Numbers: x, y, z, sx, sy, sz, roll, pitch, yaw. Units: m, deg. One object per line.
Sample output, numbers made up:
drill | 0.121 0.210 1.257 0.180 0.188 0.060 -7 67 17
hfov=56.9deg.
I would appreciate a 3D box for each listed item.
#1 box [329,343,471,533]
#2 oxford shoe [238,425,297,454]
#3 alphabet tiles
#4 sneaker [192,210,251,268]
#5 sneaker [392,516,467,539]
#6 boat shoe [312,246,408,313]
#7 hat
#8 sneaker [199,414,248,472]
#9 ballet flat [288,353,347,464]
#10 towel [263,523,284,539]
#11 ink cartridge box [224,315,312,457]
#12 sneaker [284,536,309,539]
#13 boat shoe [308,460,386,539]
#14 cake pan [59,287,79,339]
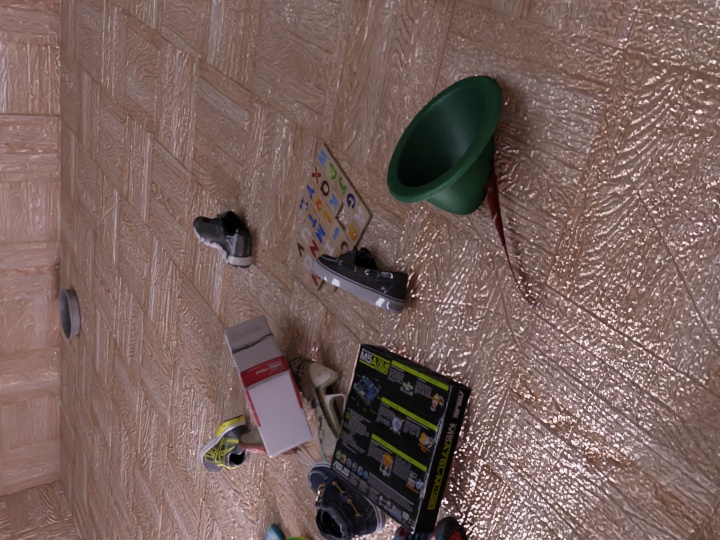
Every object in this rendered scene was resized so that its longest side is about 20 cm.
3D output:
box | 0.048 0.223 0.918 0.198 0.047 0.198 16 89 52
oxford shoe | -0.175 0.315 1.282 0.198 0.070 0.076 -19 60 50
alphabet tiles | -0.059 -0.073 1.089 0.169 0.007 0.202 57 137 31
sneaker | -0.276 -0.084 1.344 0.199 0.065 0.093 34 120 42
sneaker | 0.076 0.394 0.922 0.096 0.078 0.203 53 135 37
boat shoe | 0.000 0.000 0.975 0.199 0.069 0.068 27 100 52
hat | 0.142 -0.096 0.799 0.164 0.175 0.203 5 62 55
sneaker | -0.291 0.396 1.435 0.086 0.073 0.202 59 138 28
ballet flat | -0.054 0.214 1.091 0.075 0.067 0.204 -36 65 28
towel | -0.151 0.629 1.325 0.201 0.021 0.149 54 136 34
ink cartridge box | -0.161 0.191 1.139 0.200 0.081 0.150 -132 25 -59
sneaker | -0.099 0.551 1.186 0.198 0.082 0.076 28 118 50
boat shoe | -0.050 0.373 1.081 0.198 0.089 0.073 12 105 53
cake pan | -1.145 0.167 2.613 0.198 0.036 0.207 14 107 53
